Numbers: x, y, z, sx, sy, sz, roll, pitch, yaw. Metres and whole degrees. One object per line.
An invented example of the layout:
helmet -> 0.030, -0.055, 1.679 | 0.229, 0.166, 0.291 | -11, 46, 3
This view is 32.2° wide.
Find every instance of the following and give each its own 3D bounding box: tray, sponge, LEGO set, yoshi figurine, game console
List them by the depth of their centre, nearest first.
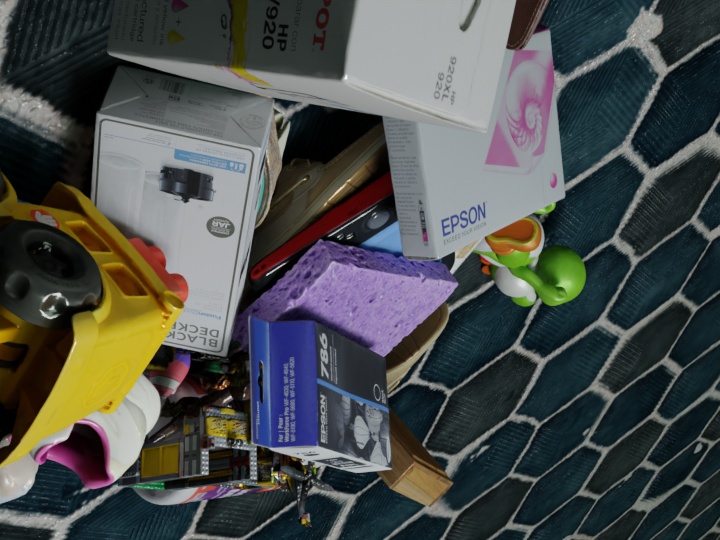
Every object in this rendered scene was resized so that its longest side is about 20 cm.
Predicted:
LEGO set -> -0.099, 0.111, 0.987 | 0.115, 0.156, 0.199 | -14, 151, 38
sponge -> -0.009, 0.029, 1.036 | 0.111, 0.030, 0.199 | -43, 153, 22
game console -> 0.000, 0.000, 1.055 | 0.176, 0.031, 0.200 | -36, 155, -8
tray -> -0.001, 0.128, 1.160 | 0.037, 0.200, 0.099 | -45, 149, 3
yoshi figurine -> 0.184, -0.022, 1.289 | 0.112, 0.112, 0.200 | -46, 152, -9

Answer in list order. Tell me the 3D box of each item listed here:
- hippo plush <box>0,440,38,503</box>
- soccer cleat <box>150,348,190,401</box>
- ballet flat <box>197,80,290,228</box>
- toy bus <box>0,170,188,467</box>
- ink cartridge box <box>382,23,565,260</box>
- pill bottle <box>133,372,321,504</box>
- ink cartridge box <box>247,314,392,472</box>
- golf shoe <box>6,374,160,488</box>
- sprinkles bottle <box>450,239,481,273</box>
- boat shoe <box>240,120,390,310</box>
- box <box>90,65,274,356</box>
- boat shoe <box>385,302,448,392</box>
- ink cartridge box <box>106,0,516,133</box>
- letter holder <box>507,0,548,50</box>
hippo plush -> -0.325, 0.195, 0.875 | 0.199, 0.162, 0.159 | -39, 132, 20
soccer cleat -> -0.223, 0.089, 0.996 | 0.198, 0.067, 0.077 | -21, 138, -28
ballet flat -> -0.081, -0.114, 0.919 | 0.067, 0.068, 0.201 | -49, 157, -34
toy bus -> -0.208, 0.002, 0.803 | 0.136, 0.200, 0.191 | -53, 162, 27
ink cartridge box -> 0.091, -0.131, 0.987 | 0.195, 0.043, 0.203 | -25, 113, -46
pill bottle -> -0.113, 0.149, 1.141 | 0.199, 0.112, 0.112 | 2, 127, -50
ink cartridge box -> -0.028, 0.101, 0.989 | 0.039, 0.101, 0.200 | -9, 163, 22
golf shoe -> -0.232, 0.077, 0.866 | 0.199, 0.092, 0.075 | 33, 127, -17
sprinkles bottle -> 0.078, -0.034, 1.186 | 0.200, 0.068, 0.068 | -50, 148, 10
boat shoe -> -0.044, -0.057, 1.019 | 0.200, 0.069, 0.074 | -43, 155, 8
box -> -0.133, -0.037, 0.894 | 0.115, 0.061, 0.201 | 12, 131, -4
boat shoe -> 0.010, 0.094, 1.267 | 0.199, 0.072, 0.064 | -39, 155, 7
ink cartridge box -> -0.024, -0.176, 0.735 | 0.144, 0.198, 0.149 | 7, 96, -51
letter holder -> 0.132, -0.279, 0.890 | 0.100, 0.142, 0.202 | -19, 141, -34
